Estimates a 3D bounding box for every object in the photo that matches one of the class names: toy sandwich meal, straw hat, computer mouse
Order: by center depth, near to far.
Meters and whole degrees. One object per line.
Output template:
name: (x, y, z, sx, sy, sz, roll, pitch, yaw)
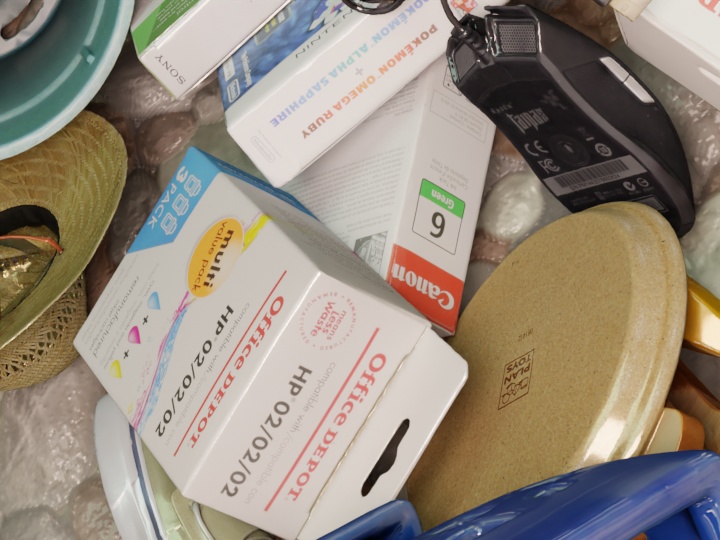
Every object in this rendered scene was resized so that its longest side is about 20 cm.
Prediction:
toy sandwich meal: (0.096, 0.064, 0.923, 0.205, 0.070, 0.206, -47, 27, 32)
computer mouse: (0.096, -0.096, 0.928, 0.140, 0.200, 0.046, -23, 30, 57)
straw hat: (-0.186, 0.014, 1.127, 0.200, 0.085, 0.202, -21, 38, 17)

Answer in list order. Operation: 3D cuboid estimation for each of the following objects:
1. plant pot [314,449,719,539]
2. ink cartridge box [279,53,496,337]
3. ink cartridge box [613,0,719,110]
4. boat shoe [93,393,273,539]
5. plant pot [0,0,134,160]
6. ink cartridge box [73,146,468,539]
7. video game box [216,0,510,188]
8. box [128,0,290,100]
plant pot: (0.034, 0.190, 0.779, 0.179, 0.200, 0.201, -8, 100, 39)
ink cartridge box: (0.000, 0.000, 1.021, 0.109, 0.050, 0.201, -15, 55, 48)
ink cartridge box: (0.224, -0.149, 0.925, 0.145, 0.084, 0.200, 37, 87, 19)
boat shoe: (-0.069, 0.137, 1.003, 0.062, 0.072, 0.201, -27, 62, 5)
plant pot: (-0.227, -0.170, 1.167, 0.200, 0.200, 0.196, -46, 14, 2)
ink cartridge box: (-0.045, 0.037, 0.947, 0.116, 0.068, 0.200, -59, 33, 7)
video game box: (0.008, -0.143, 1.063, 0.182, 0.047, 0.200, -37, 22, 8)
box: (-0.065, -0.176, 1.137, 0.144, 0.036, 0.200, -41, 22, 7)
